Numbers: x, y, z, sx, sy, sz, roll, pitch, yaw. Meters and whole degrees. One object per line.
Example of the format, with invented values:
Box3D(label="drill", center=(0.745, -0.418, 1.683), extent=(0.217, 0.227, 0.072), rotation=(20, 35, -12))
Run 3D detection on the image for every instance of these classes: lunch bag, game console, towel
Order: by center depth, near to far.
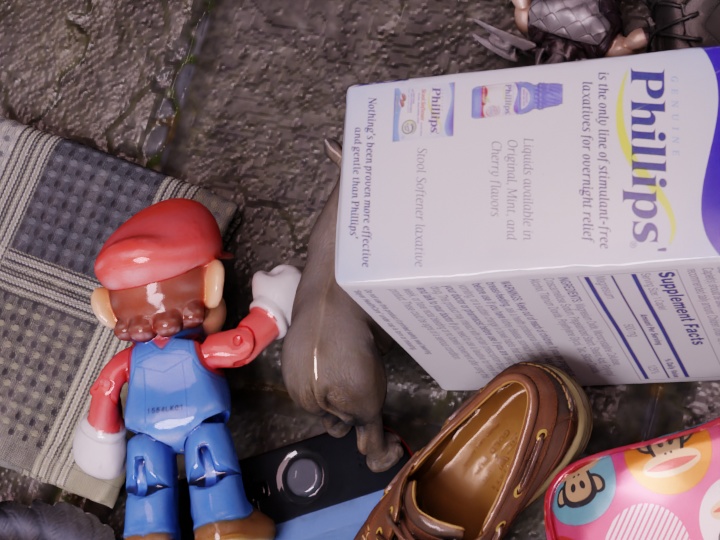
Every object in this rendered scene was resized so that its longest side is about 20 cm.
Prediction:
Box3D(label="lunch bag", center=(0.198, 0.156, 0.844), extent=(0.198, 0.082, 0.178), rotation=(-18, 68, 13))
Box3D(label="game console", center=(-0.035, 0.194, 0.944), extent=(0.175, 0.031, 0.202), rotation=(-17, 67, 14))
Box3D(label="towel", center=(-0.186, 0.023, 1.059), extent=(0.191, 0.035, 0.201), rotation=(20, 78, 21))

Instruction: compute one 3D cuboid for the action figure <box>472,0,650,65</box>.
Box3D(label="action figure", center=(0.134, -0.180, 0.985), extent=(0.129, 0.069, 0.202), rotation=(22, 85, 12))

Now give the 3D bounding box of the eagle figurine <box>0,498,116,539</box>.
Box3D(label="eagle figurine", center=(-0.163, 0.216, 0.936), extent=(0.151, 0.152, 0.199), rotation=(-29, 18, -24))

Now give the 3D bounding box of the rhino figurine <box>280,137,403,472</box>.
Box3D(label="rhino figurine", center=(0.000, 0.000, 0.954), extent=(0.059, 0.088, 0.202), rotation=(-5, 56, 21))

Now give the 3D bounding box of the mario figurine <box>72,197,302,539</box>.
Box3D(label="mario figurine", center=(-0.091, 0.060, 0.974), extent=(0.122, 0.106, 0.202), rotation=(0, 74, -22))

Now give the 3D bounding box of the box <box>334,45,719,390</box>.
Box3D(label="box", center=(0.109, -0.018, 0.876), extent=(0.198, 0.184, 0.106), rotation=(-3, 70, 18))

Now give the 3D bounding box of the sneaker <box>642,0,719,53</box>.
Box3D(label="sneaker", center=(0.177, -0.150, 0.906), extent=(0.090, 0.076, 0.201), rotation=(-34, 93, -15))

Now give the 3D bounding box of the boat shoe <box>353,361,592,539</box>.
Box3D(label="boat shoe", center=(0.035, 0.127, 0.881), extent=(0.072, 0.067, 0.201), rotation=(39, 96, 25))
